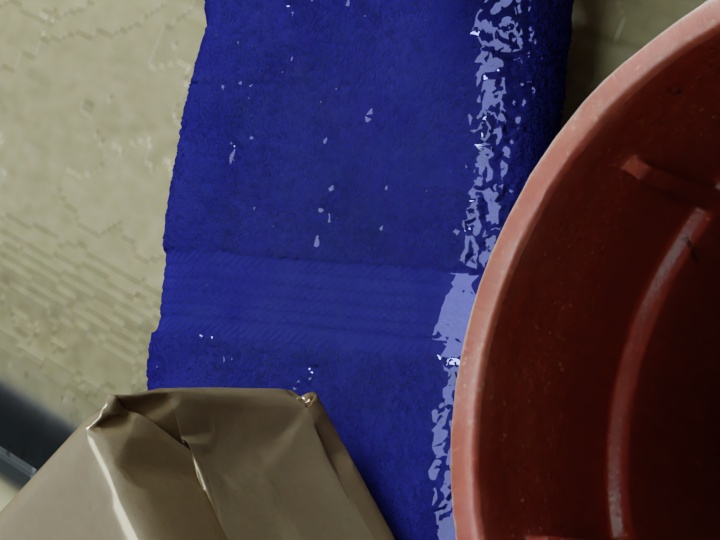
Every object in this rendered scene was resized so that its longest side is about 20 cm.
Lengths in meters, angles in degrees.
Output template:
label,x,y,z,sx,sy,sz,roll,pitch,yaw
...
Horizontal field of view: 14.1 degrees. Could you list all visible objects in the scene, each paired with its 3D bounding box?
label,x,y,z,sx,sy,sz,roll,pitch,yaw
towel,0.000,0.000,0.932,0.147,0.049,0.201,4,85,37
plant pot,0.159,0.048,0.686,0.200,0.195,0.202,-11,73,39
paper package,-0.059,0.167,0.869,0.200,0.103,0.191,-45,64,34
